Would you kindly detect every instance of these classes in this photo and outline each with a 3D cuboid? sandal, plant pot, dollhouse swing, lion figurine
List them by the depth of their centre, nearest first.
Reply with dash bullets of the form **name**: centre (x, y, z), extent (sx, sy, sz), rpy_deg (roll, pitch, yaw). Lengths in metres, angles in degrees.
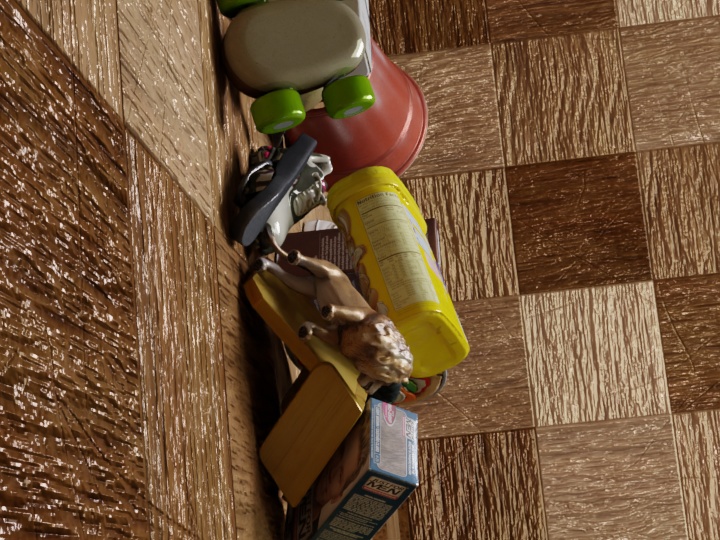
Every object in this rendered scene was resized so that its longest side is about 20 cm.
- **lion figurine**: centre (-0.024, 0.035, 1.538), extent (0.122, 0.072, 0.200), rpy_deg (15, 37, -44)
- **sandal**: centre (-0.100, -0.087, 1.557), extent (0.076, 0.043, 0.200), rpy_deg (-58, -178, 30)
- **dollhouse swing**: centre (-0.088, 0.116, 1.610), extent (0.182, 0.176, 0.200), rpy_deg (-55, -176, 11)
- **plant pot**: centre (-0.032, -0.225, 1.917), extent (0.195, 0.200, 0.201), rpy_deg (51, 32, -66)

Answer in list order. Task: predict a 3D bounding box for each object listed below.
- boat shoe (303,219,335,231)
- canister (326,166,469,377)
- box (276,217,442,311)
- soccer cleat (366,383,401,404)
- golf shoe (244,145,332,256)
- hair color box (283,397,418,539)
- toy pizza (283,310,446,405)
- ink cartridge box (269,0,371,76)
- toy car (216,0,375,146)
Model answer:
- **boat shoe**: centre (-0.047, -0.013, 2.085), extent (0.200, 0.065, 0.074), rpy_deg (-90, 173, -53)
- **canister**: centre (0.043, 0.004, 1.655), extent (0.149, 0.086, 0.200), rpy_deg (51, 16, -55)
- **box**: centre (0.000, 0.000, 1.826), extent (0.100, 0.200, 0.075), rpy_deg (-89, 174, -53)
- **soccer cleat**: centre (-0.013, 0.180, 1.764), extent (0.200, 0.067, 0.081), rpy_deg (-47, -155, 43)
- **golf shoe**: centre (-0.081, -0.087, 1.663), extent (0.200, 0.088, 0.077), rpy_deg (-86, 170, -58)
- **hair color box**: centre (-0.012, 0.236, 1.577), extent (0.200, 0.060, 0.100), rpy_deg (-54, -157, 37)
- **toy pizza**: centre (0.003, 0.113, 1.775), extent (0.200, 0.200, 0.032), rpy_deg (77, 24, -53)
- **ink cartridge box**: centre (-0.066, -0.323, 1.801), extent (0.084, 0.144, 0.200), rpy_deg (73, 11, -54)
- **toy car**: centre (-0.091, -0.217, 1.635), extent (0.200, 0.158, 0.165), rpy_deg (141, -67, -66)
